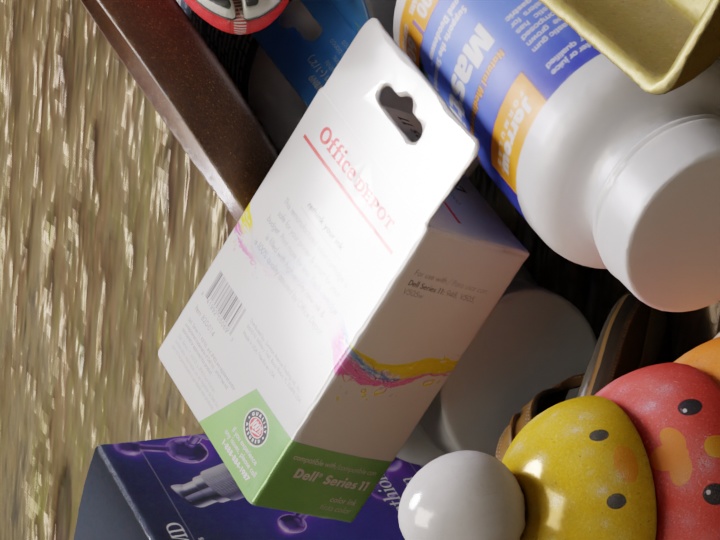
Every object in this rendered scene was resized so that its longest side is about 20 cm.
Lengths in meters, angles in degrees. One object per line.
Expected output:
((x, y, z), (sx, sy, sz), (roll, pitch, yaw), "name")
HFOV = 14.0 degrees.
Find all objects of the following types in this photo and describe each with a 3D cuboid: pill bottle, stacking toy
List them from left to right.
((-0.016, -0.117, 1.500), (0.200, 0.119, 0.120), (51, 137, 47), "pill bottle")
((0.029, 0.034, 1.443), (0.200, 0.114, 0.115), (22, 113, 59), "pill bottle")
((0.103, -0.071, 1.290), (0.200, 0.111, 0.113), (54, 138, 46), "pill bottle")
((0.107, 0.098, 1.213), (0.146, 0.199, 0.147), (16, 109, 60), "stacking toy")

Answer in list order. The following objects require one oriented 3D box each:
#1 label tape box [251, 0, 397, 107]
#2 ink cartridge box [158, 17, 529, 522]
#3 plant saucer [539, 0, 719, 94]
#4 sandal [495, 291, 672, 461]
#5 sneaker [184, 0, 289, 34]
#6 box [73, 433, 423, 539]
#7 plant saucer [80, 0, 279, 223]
((0.007, -0.190, 1.396), (0.200, 0.066, 0.143), (-43, 45, 7), "label tape box")
((0.000, 0.000, 1.340), (0.201, 0.067, 0.117), (-57, 43, 21), "ink cartridge box")
((0.139, -0.192, 1.224), (0.201, 0.048, 0.200), (-60, 39, 14), "plant saucer")
((0.084, 0.098, 1.318), (0.054, 0.082, 0.201), (23, 89, 23), "sandal")
((-0.074, -0.165, 1.407), (0.200, 0.076, 0.085), (-119, 19, -47), "sneaker")
((-0.027, 0.160, 1.473), (0.148, 0.199, 0.105), (52, 138, 46), "box")
((-0.089, -0.095, 1.441), (0.201, 0.034, 0.200), (53, 176, 5), "plant saucer")
